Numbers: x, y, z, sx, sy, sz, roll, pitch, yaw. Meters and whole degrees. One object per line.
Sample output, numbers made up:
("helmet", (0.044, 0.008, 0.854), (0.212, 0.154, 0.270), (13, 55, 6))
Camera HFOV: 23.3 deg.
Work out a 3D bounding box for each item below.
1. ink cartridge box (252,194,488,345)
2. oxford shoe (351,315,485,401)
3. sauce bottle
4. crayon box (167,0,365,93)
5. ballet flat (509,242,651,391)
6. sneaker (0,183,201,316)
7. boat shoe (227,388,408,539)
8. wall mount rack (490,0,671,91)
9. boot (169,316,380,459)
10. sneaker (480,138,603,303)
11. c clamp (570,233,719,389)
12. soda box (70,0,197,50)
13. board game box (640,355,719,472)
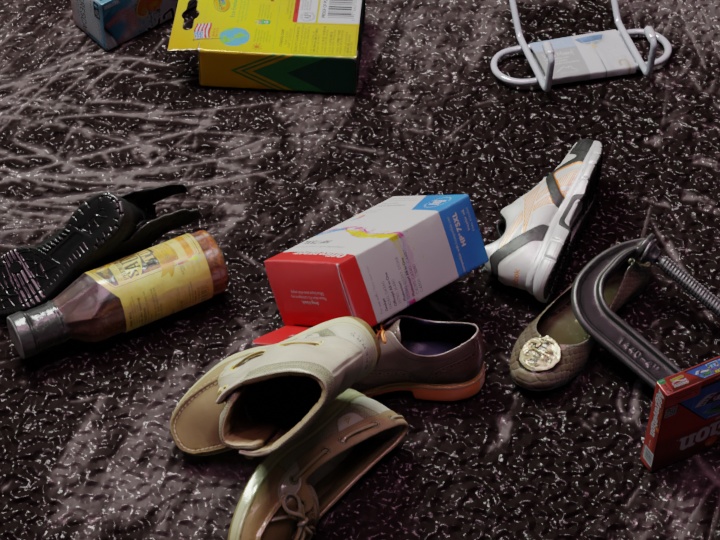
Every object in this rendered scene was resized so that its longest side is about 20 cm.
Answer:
("ink cartridge box", (0.000, 0.000, 1.540), (0.199, 0.068, 0.116), (-28, 17, -33))
("oxford shoe", (0.010, 0.068, 1.516), (0.198, 0.073, 0.072), (-2, 46, -2))
("sauce bottle", (-0.217, 0.024, 1.564), (0.199, 0.066, 0.066), (-22, 49, -23))
("crayon box", (-0.097, -0.249, 1.843), (0.198, 0.051, 0.128), (4, 45, 3))
("ballet flat", (0.200, 0.035, 1.568), (0.067, 0.047, 0.200), (30, 53, 26))
("sneaker", (-0.249, -0.017, 1.606), (0.199, 0.104, 0.060), (-35, 76, 12))
("boat shoe", (-0.036, 0.173, 1.417), (0.063, 0.074, 0.201), (20, 41, 25))
("wall mount rack", (0.227, -0.266, 1.844), (0.198, 0.075, 0.175), (-9, 46, -10))
("boot", (-0.089, 0.110, 1.391), (0.199, 0.073, 0.155), (-26, 5, 20))
("sneaker", (0.174, -0.059, 1.643), (0.079, 0.074, 0.201), (16, 47, 18))
("c clamp", (0.291, 0.038, 1.554), (0.199, 0.027, 0.171), (35, 65, 8))
("soda box", (-0.217, -0.318, 1.902), (0.199, 0.064, 0.068), (-32, 54, -27))
("board game box", (0.329, 0.098, 1.467), (0.198, 0.104, 0.020), (-20, 51, -18))
